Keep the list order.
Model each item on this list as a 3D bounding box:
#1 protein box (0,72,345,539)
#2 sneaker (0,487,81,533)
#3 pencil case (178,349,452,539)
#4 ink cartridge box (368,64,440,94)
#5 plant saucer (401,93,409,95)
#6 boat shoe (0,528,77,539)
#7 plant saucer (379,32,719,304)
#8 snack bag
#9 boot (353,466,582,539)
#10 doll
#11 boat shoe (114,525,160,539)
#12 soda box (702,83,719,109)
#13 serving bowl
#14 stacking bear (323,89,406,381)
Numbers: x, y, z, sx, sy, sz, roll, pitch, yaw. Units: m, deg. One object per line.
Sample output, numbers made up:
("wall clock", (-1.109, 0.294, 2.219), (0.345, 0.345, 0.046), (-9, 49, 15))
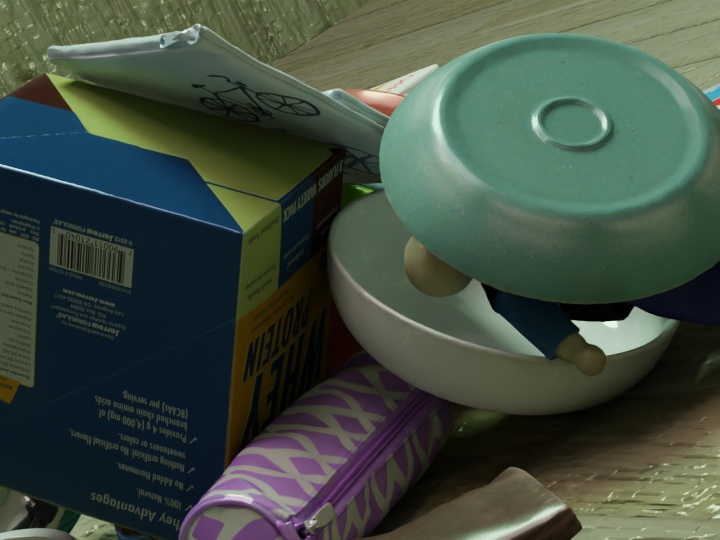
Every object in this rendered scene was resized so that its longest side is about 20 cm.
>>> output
("protein box", (-0.130, 0.021, 1.276), (0.198, 0.201, 0.135), (15, 28, 18))
("sneaker", (-0.203, 0.128, 1.489), (0.200, 0.077, 0.080), (-58, -9, 18))
("pencil case", (-0.020, 0.113, 1.218), (0.085, 0.084, 0.200), (-40, 3, 35))
("ink cartridge box", (-0.014, -0.044, 1.724), (0.200, 0.145, 0.147), (-17, 16, 45))
("plant saucer", (0.098, -0.076, 1.530), (0.200, 0.051, 0.201), (3, -10, 1))
("boat shoe", (-0.245, 0.207, 1.415), (0.200, 0.072, 0.068), (-32, 11, 23))
("plant saucer", (0.110, -0.066, 1.185), (0.199, 0.036, 0.200), (2, 45, -2))
("snack bag", (-0.062, -0.093, 1.282), (0.188, 0.200, 0.021), (4, 72, 57))
("boot", (0.023, 0.147, 0.995), (0.166, 0.072, 0.200), (-32, 8, -4))
("doll", (0.122, -0.002, 1.184), (0.199, 0.049, 0.137), (3, 57, 0))
("boat shoe", (-0.123, 0.134, 1.407), (0.072, 0.073, 0.200), (-34, 12, -16))
("soda box", (0.235, -0.065, 1.403), (0.064, 0.068, 0.200), (-24, 12, 19))
("serving bowl", (0.075, 0.024, 1.259), (0.199, 0.066, 0.200), (8, 28, -4))
("stacking bear", (0.000, 0.000, 1.398), (0.114, 0.121, 0.200), (-6, 51, 51))
